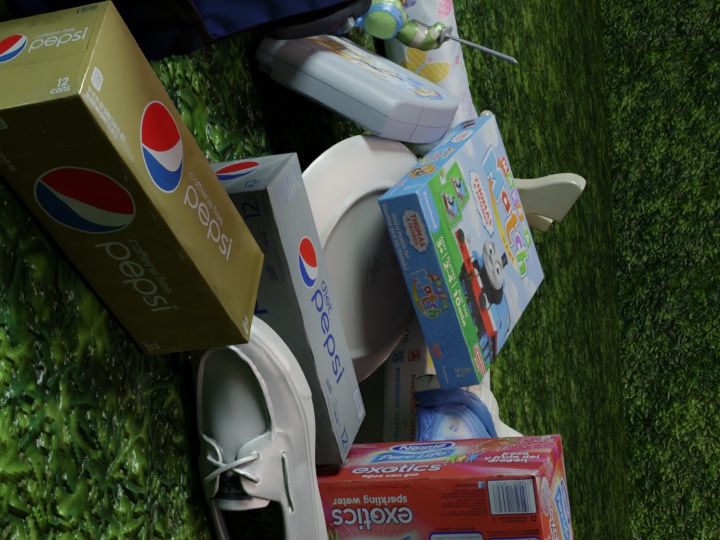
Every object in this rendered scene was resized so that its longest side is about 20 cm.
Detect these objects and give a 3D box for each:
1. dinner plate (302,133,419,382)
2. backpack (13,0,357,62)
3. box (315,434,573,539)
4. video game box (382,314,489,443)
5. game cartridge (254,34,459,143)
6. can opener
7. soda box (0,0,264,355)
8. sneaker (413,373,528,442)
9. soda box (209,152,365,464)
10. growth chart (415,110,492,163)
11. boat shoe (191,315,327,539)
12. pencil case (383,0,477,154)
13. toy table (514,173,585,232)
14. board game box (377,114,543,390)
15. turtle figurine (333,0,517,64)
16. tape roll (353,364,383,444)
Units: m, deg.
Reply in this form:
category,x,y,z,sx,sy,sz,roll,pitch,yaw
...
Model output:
category,x,y,z,sx,sy,sz,roll,pitch,yaw
dinner plate,0.000,0.000,0.892,0.200,0.024,0.202,-26,125,-44
backpack,-0.076,-0.201,0.593,0.168,0.198,0.164,63,28,-48
box,0.039,0.175,0.819,0.095,0.198,0.101,-23,106,-69
video game box,0.071,0.136,1.058,0.200,0.046,0.184,45,40,-60
game cartridge,0.009,-0.146,0.956,0.042,0.132,0.200,-68,168,14
can opener,-0.035,-0.195,0.879,0.063,0.079,0.200,44,21,-5
soda box,-0.118,-0.038,0.620,0.201,0.067,0.064,62,27,-49
sneaker,0.094,0.166,0.955,0.200,0.078,0.090,45,49,-37
soda box,-0.056,0.029,0.787,0.064,0.068,0.202,-60,140,-59
growth chart,0.048,-0.074,1.054,0.018,0.145,0.200,47,34,3
boat shoe,-0.068,0.124,0.735,0.069,0.071,0.202,-59,148,-61
pencil case,0.066,-0.220,1.222,0.091,0.082,0.202,-74,153,-63
toy table,0.139,-0.056,1.243,0.201,0.117,0.184,-59,-179,-39
board game box,0.085,-0.021,0.937,0.200,0.036,0.152,-47,122,-59
turtle figurine,0.064,-0.276,1.065,0.144,0.198,0.195,53,23,-48
tape roll,0.042,0.162,1.090,0.203,0.037,0.205,-6,90,-71
